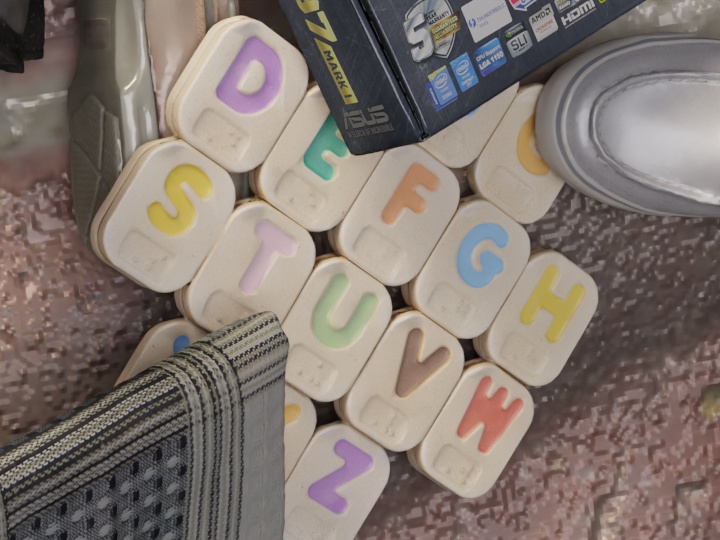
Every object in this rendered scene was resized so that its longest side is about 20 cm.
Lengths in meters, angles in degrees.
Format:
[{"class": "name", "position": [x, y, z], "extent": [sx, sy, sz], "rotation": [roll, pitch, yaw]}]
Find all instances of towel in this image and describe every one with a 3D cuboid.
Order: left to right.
[{"class": "towel", "position": [-0.092, 0.134, 0.747], "extent": [0.192, 0.034, 0.202], "rotation": [-29, 134, -45]}]

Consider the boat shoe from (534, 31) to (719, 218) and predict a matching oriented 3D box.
[{"class": "boat shoe", "position": [0.165, -0.045, 0.849], "extent": [0.198, 0.068, 0.073], "rotation": [13, 90, -21]}]

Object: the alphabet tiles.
[{"class": "alphabet tiles", "position": [0.000, 0.000, 0.816], "extent": [0.200, 0.015, 0.197], "rotation": [35, 83, -31]}]

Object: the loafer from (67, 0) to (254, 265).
[{"class": "loafer", "position": [-0.067, -0.103, 0.798], "extent": [0.062, 0.072, 0.202], "rotation": [-4, 104, -30]}]

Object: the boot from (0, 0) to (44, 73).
[{"class": "boot", "position": [-0.129, -0.133, 0.708], "extent": [0.069, 0.200, 0.133], "rotation": [7, 98, -7]}]

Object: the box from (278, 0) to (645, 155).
[{"class": "box", "position": [0.046, -0.155, 0.790], "extent": [0.199, 0.051, 0.159], "rotation": [-33, 103, -31]}]
